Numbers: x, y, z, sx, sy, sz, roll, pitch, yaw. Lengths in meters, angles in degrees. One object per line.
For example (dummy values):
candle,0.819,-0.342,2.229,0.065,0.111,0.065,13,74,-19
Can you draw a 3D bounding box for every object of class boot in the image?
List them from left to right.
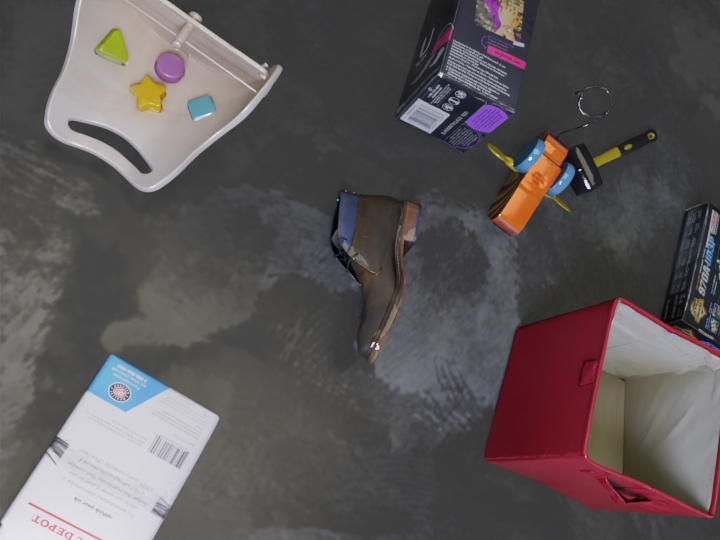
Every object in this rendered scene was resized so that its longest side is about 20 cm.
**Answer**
boot,0.000,0.000,0.803,0.097,0.075,0.200,18,61,-6

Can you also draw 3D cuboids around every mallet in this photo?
mallet,0.350,-0.172,1.023,0.200,0.041,0.066,-34,94,-32

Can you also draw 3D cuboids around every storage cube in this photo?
storage cube,0.269,0.158,0.810,0.171,0.180,0.200,26,67,-16

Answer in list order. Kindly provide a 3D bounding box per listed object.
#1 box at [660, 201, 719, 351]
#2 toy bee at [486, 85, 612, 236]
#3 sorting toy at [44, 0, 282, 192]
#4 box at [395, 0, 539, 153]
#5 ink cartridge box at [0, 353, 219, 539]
box,0.515,0.026,1.033,0.159,0.046,0.200,29,66,-14
toy bee,0.232,-0.130,0.932,0.200,0.109,0.131,-33,99,-3
sorting toy,-0.216,-0.180,0.738,0.200,0.107,0.180,33,72,-13
box,0.134,-0.270,0.902,0.106,0.122,0.200,23,67,-16
ink cartridge box,-0.227,0.191,0.638,0.116,0.068,0.200,34,64,-12
